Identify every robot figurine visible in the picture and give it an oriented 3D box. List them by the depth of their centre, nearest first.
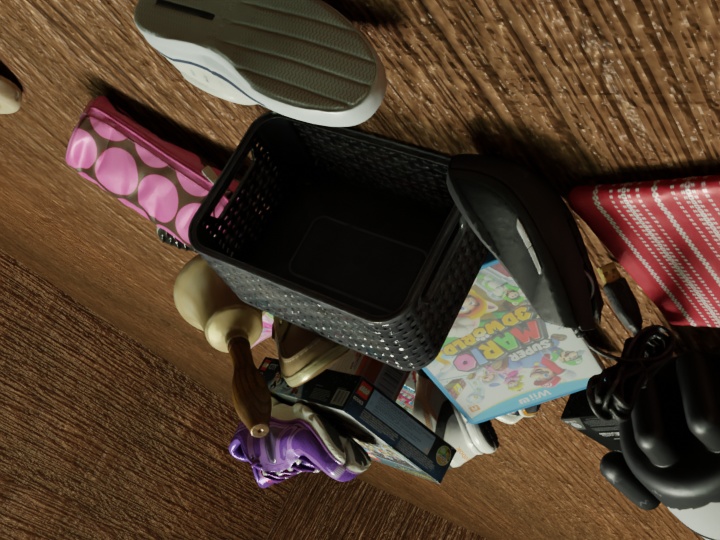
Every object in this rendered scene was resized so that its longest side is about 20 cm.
[{"bbox_3d":[0.288,0.148,0.673,0.200,0.126,0.150,42,167,-34],"label":"robot figurine"}]

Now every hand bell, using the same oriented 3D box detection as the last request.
[{"bbox_3d":[-0.109,0.076,0.760,0.104,0.104,0.201,42,-166,-36],"label":"hand bell"}]

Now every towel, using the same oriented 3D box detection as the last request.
[{"bbox_3d":[0.233,-0.010,0.492,0.144,0.023,0.199,41,158,-28],"label":"towel"}]

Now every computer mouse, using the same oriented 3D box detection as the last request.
[{"bbox_3d":[0.146,-0.008,0.561,0.046,0.140,0.201,-40,75,34],"label":"computer mouse"}]

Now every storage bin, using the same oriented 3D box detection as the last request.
[{"bbox_3d":[-0.015,-0.026,0.651,0.198,0.136,0.094,20,161,28],"label":"storage bin"}]

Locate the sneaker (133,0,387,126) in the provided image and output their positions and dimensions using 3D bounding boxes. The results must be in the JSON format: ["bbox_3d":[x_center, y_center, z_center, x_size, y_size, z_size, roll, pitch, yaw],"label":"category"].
[{"bbox_3d":[-0.058,-0.138,0.542,0.199,0.074,0.071,30,175,30],"label":"sneaker"}]

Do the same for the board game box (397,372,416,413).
[{"bbox_3d":[0.078,0.156,1.149,0.146,0.065,0.200,28,162,3],"label":"board game box"}]

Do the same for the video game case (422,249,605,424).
[{"bbox_3d":[0.118,0.062,0.736,0.142,0.018,0.200,-23,132,22],"label":"video game case"}]

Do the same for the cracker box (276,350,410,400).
[{"bbox_3d":[-0.007,0.074,0.931,0.058,0.135,0.199,37,162,-25],"label":"cracker box"}]

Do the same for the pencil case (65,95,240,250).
[{"bbox_3d":[-0.201,-0.098,0.841,0.198,0.091,0.094,30,157,5],"label":"pencil case"}]

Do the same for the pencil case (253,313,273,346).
[{"bbox_3d":[-0.104,0.039,0.981,0.087,0.088,0.199,37,144,-25],"label":"pencil case"}]

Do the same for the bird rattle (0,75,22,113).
[{"bbox_3d":[-0.473,-0.207,0.961,0.161,0.114,0.200,12,166,-1],"label":"bird rattle"}]

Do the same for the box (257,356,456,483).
[{"bbox_3d":[-0.014,0.147,0.851,0.136,0.038,0.199,40,160,-26],"label":"box"}]

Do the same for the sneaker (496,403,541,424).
[{"bbox_3d":[0.153,0.096,0.833,0.078,0.080,0.200,21,160,26],"label":"sneaker"}]

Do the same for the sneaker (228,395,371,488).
[{"bbox_3d":[-0.064,0.180,0.820,0.080,0.084,0.199,40,159,-27],"label":"sneaker"}]

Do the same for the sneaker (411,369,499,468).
[{"bbox_3d":[0.081,0.131,0.912,0.074,0.080,0.201,47,-165,-32],"label":"sneaker"}]

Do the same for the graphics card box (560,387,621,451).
[{"bbox_3d":[0.315,0.176,0.840,0.198,0.051,0.125,30,164,-5],"label":"graphics card box"}]

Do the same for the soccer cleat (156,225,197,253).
[{"bbox_3d":[-0.150,-0.047,0.965,0.068,0.074,0.199,-21,152,31],"label":"soccer cleat"}]

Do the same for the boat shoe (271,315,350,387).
[{"bbox_3d":[-0.054,0.045,0.752,0.065,0.071,0.200,57,180,-13],"label":"boat shoe"}]
